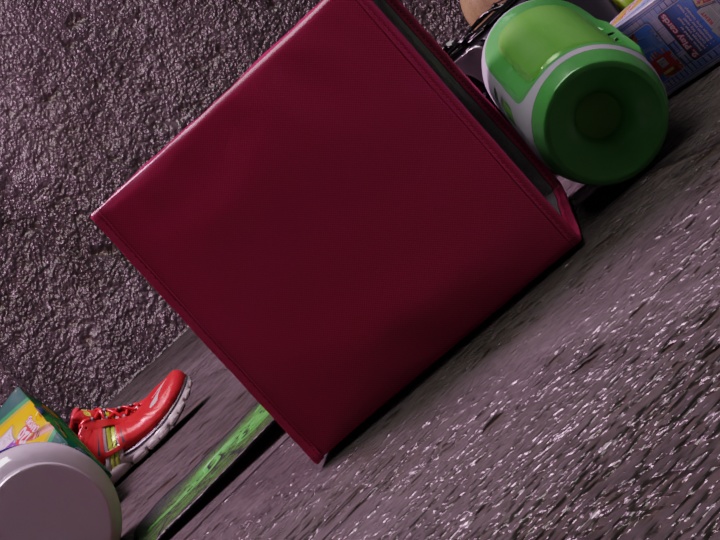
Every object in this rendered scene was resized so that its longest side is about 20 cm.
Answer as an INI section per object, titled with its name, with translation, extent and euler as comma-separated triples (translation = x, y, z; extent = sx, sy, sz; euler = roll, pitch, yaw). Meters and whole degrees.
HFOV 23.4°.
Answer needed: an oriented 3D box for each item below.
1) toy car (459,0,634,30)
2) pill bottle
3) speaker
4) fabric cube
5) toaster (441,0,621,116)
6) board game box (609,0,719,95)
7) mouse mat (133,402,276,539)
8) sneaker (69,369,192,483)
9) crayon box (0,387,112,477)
[toy car]
translation = 0.145, -0.246, 1.571
extent = 0.164, 0.200, 0.158
euler = -42, 5, -3
[pill bottle]
translation = -0.239, 0.187, 1.285
extent = 0.120, 0.120, 0.200
euler = -43, 5, -15
[speaker]
translation = 0.129, -0.114, 1.071
extent = 0.088, 0.088, 0.200
euler = -41, 18, 8
[fabric cube]
translation = -0.008, -0.041, 1.045
extent = 0.199, 0.196, 0.200
euler = -42, 6, 11
[toaster]
translation = 0.113, -0.137, 1.352
extent = 0.181, 0.119, 0.200
euler = -35, 9, 46
[board game box]
translation = 0.240, -0.189, 1.170
extent = 0.200, 0.062, 0.200
euler = -37, 7, 40
[mouse mat]
translation = -0.095, 0.129, 1.270
extent = 0.200, 0.008, 0.161
euler = -45, 5, -7
[sneaker]
translation = -0.257, 0.166, 1.782
extent = 0.200, 0.085, 0.077
euler = -44, 7, -14
[crayon box]
translation = -0.324, 0.201, 1.684
extent = 0.119, 0.058, 0.200
euler = -53, 28, -5
